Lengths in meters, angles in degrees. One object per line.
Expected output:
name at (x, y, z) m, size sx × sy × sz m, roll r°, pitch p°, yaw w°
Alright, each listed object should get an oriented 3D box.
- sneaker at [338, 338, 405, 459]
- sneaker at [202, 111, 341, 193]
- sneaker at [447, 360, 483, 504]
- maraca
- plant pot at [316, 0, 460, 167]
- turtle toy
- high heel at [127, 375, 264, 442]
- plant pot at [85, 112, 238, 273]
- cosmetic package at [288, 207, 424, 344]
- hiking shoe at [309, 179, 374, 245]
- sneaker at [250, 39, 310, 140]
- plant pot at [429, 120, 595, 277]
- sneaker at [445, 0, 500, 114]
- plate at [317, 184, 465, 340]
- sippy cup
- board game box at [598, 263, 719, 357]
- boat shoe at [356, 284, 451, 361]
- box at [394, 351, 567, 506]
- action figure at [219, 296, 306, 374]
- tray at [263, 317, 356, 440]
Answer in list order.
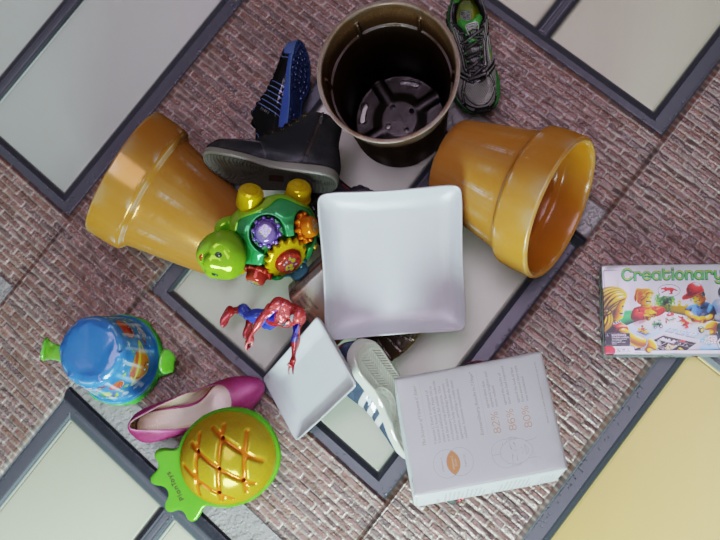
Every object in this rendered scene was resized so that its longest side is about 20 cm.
sneaker at (0.025, 0.180, 1.373) m, size 0.075 × 0.084 × 0.202 m, roll -41°, pitch 112°, yaw -33°
sneaker at (-0.124, -0.178, 1.401) m, size 0.195 × 0.075 × 0.108 m, roll 9°, pitch 63°, yaw -5°
sneaker at (0.144, 0.225, 1.365) m, size 0.094 × 0.080 × 0.203 m, roll 18°, pitch 73°, yaw 16°
maraca at (-0.205, 0.275, 1.380) m, size 0.197 × 0.107 × 0.139 m, roll -29°, pitch 89°, yaw 10°
plant pot at (0.049, -0.251, 1.399) m, size 0.196 × 0.198 × 0.205 m, roll -1°, pitch 80°, yaw 7°
turtle toy at (-0.137, -0.038, 1.347) m, size 0.196 × 0.148 × 0.102 m, roll -8°, pitch 43°, yaw -29°
high heel at (-0.237, 0.197, 1.403) m, size 0.196 × 0.096 × 0.069 m, roll -16°, pitch 77°, yaw 4°
plant pot at (-0.273, -0.096, 1.428) m, size 0.181 × 0.200 × 0.202 m, roll 32°, pitch 84°, yaw -4°
cosmetic package at (0.000, 0.000, 1.388) m, size 0.200 × 0.087 × 0.103 m, roll -44°, pitch 103°, yaw 4°
hiking shoe at (-0.057, -0.094, 1.446) m, size 0.197 × 0.076 × 0.102 m, roll 22°, pitch 79°, yaw 10°
sneaker at (-0.128, -0.260, 1.491) m, size 0.076 × 0.070 × 0.204 m, roll -3°, pitch 68°, yaw 24°
plant pot at (0.202, -0.119, 1.361) m, size 0.181 × 0.200 × 0.203 m, roll 26°, pitch 83°, yaw 27°
sneaker at (0.162, -0.331, 1.458) m, size 0.076 × 0.085 × 0.204 m, roll -11°, pitch 78°, yaw 5°
plate at (0.043, -0.012, 1.326) m, size 0.195 × 0.032 × 0.205 m, roll -4°, pitch 103°, yaw -2°
sippy cup at (-0.371, 0.124, 1.418) m, size 0.176 × 0.130 × 0.141 m, roll -30°, pitch 76°, yaw 1°
board game box at (0.439, 0.057, 1.370) m, size 0.195 × 0.035 × 0.129 m, roll -1°, pitch 79°, yaw 7°
boat shoe at (0.073, 0.063, 1.403) m, size 0.200 × 0.066 × 0.074 m, roll -44°, pitch 78°, yaw 11°
box at (0.152, 0.209, 1.266) m, size 0.195 × 0.107 × 0.155 m, roll -10°, pitch 70°, yaw 0°
action figure at (-0.137, 0.092, 1.359) m, size 0.065 × 0.199 × 0.101 m, roll 26°, pitch 68°, yaw -28°
tray at (-0.069, 0.153, 1.365) m, size 0.022 × 0.200 × 0.108 m, roll -21°, pitch 72°, yaw -39°
